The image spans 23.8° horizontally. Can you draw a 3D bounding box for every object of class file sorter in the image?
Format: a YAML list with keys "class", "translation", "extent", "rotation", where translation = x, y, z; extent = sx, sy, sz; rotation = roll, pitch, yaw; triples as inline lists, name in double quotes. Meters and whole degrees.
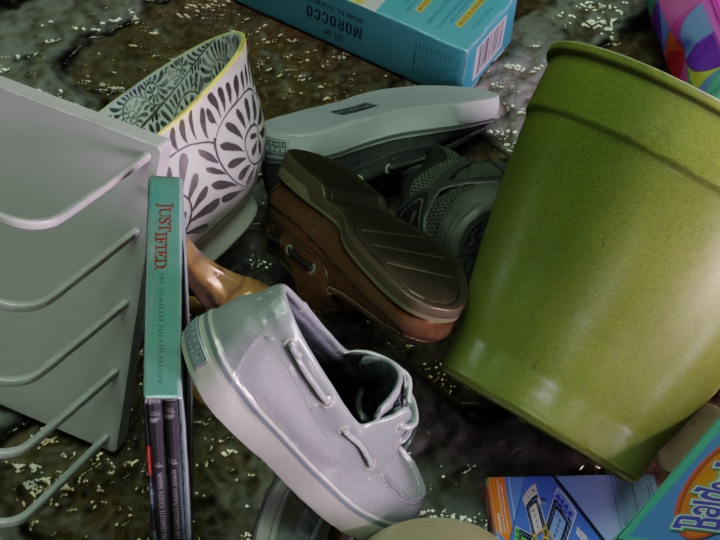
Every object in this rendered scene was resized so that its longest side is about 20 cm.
- class: "file sorter"
  translation: [-0.203, 0.017, 0.920]
  extent: [0.138, 0.201, 0.125]
  rotation: [21, 31, 14]

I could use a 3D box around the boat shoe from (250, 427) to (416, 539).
- class: "boat shoe"
  translation: [-0.021, 0.145, 0.928]
  extent: [0.064, 0.075, 0.203]
  rotation: [13, 40, 7]

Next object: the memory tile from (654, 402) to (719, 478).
- class: "memory tile"
  translation: [0.238, 0.144, 0.920]
  extent: [0.152, 0.017, 0.201]
  rotation: [-16, 47, 17]

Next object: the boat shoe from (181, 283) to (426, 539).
- class: "boat shoe"
  translation: [-0.008, 0.073, 0.850]
  extent: [0.071, 0.201, 0.070]
  rotation: [-29, 48, 15]

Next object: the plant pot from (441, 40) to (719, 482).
- class: "plant pot"
  translation: [0.145, 0.006, 0.963]
  extent: [0.200, 0.200, 0.194]
  rotation: [30, 88, 21]

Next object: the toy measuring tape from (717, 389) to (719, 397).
- class: "toy measuring tape"
  translation: [0.235, 0.045, 1.038]
  extent: [0.198, 0.074, 0.074]
  rotation: [13, 48, 6]

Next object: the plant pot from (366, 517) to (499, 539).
- class: "plant pot"
  translation: [0.040, 0.221, 0.812]
  extent: [0.186, 0.189, 0.201]
  rotation: [2, 34, -3]

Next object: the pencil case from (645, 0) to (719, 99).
- class: "pencil case"
  translation: [0.254, -0.164, 1.219]
  extent: [0.088, 0.089, 0.201]
  rotation: [-3, 49, -8]

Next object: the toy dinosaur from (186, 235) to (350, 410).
- class: "toy dinosaur"
  translation: [-0.074, 0.021, 0.995]
  extent: [0.200, 0.106, 0.061]
  rotation: [38, 34, -31]

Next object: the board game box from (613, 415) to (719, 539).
- class: "board game box"
  translation: [0.246, 0.131, 0.836]
  extent: [0.199, 0.045, 0.152]
  rotation: [8, 28, 34]

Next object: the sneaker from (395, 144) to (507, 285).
- class: "sneaker"
  translation: [0.101, -0.047, 1.102]
  extent: [0.198, 0.077, 0.114]
  rotation: [-15, 30, -35]

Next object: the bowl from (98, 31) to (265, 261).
- class: "bowl"
  translation: [-0.125, -0.050, 1.055]
  extent: [0.200, 0.094, 0.201]
  rotation: [-34, 19, 13]

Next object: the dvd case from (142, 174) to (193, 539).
- class: "dvd case"
  translation: [-0.100, 0.071, 0.899]
  extent: [0.022, 0.201, 0.147]
  rotation: [0, 47, -5]

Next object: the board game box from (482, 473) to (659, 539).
- class: "board game box"
  translation: [0.129, 0.198, 0.926]
  extent: [0.102, 0.020, 0.201]
  rotation: [1, 48, -7]

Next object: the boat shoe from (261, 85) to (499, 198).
- class: "boat shoe"
  translation: [0.012, -0.084, 1.142]
  extent: [0.199, 0.057, 0.068]
  rotation: [-16, 24, -37]

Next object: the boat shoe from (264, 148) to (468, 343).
- class: "boat shoe"
  translation: [0.000, 0.000, 0.999]
  extent: [0.071, 0.068, 0.200]
  rotation: [14, 20, -28]

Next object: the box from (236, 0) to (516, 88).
- class: "box"
  translation: [0.009, -0.202, 1.254]
  extent: [0.199, 0.049, 0.082]
  rotation: [26, 51, 17]
